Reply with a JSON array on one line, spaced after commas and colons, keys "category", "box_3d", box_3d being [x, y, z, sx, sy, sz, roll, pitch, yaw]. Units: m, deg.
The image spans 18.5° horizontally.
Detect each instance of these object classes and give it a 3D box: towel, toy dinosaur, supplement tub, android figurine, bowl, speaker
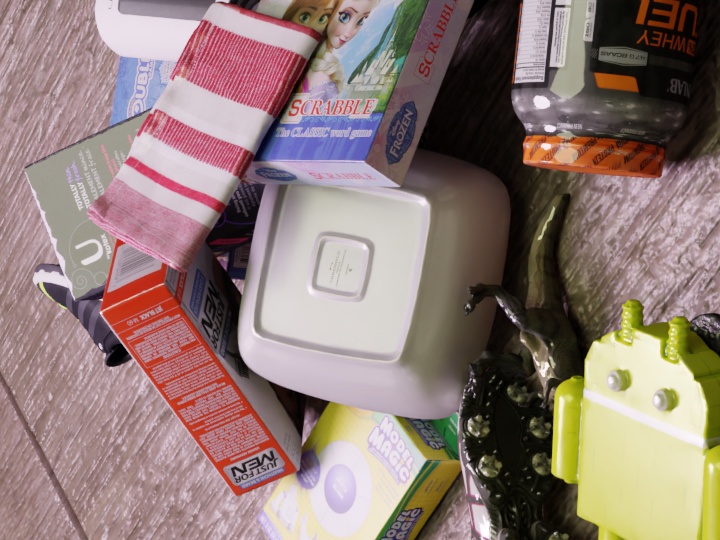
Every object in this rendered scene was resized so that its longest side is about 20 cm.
[{"category": "towel", "box_3d": [-0.118, -0.104, 1.632, 0.144, 0.023, 0.200, 25, 84, 53]}, {"category": "toy dinosaur", "box_3d": [0.119, 0.045, 1.572, 0.047, 0.088, 0.200, 114, 151, -71]}, {"category": "supplement tub", "box_3d": [0.168, -0.167, 1.502, 0.122, 0.122, 0.200, 7, 91, 48]}, {"category": "android figurine", "box_3d": [0.192, 0.120, 1.446, 0.182, 0.041, 0.200, 25, 120, 52]}, {"category": "bowl", "box_3d": [0.000, 0.000, 1.630, 0.199, 0.075, 0.200, 12, 88, 25]}, {"category": "speaker", "box_3d": [-0.135, -0.209, 1.816, 0.200, 0.081, 0.081, 14, 96, 51]}]

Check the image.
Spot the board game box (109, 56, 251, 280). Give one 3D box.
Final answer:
[{"category": "board game box", "box_3d": [-0.148, -0.103, 1.908, 0.199, 0.043, 0.200, 11, 94, 49]}]

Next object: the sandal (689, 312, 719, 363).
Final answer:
[{"category": "sandal", "box_3d": [0.258, 0.123, 1.433, 0.075, 0.048, 0.201, -29, 78, 47]}]

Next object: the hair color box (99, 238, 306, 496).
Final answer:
[{"category": "hair color box", "box_3d": [-0.118, 0.063, 1.712, 0.064, 0.200, 0.111, -23, 30, 16]}]

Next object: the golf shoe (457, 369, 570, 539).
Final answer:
[{"category": "golf shoe", "box_3d": [0.100, 0.168, 1.580, 0.088, 0.077, 0.200, 128, 139, -53]}]

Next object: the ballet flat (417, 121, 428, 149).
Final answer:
[{"category": "ballet flat", "box_3d": [0.017, -0.046, 1.713, 0.074, 0.074, 0.200, 9, 91, 48]}]

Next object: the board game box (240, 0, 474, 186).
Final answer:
[{"category": "board game box", "box_3d": [-0.014, -0.158, 1.607, 0.200, 0.041, 0.200, 3, 66, 49]}]

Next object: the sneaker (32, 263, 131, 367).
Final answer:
[{"category": "sneaker", "box_3d": [-0.230, 0.043, 1.963, 0.200, 0.072, 0.083, 14, 97, 48]}]

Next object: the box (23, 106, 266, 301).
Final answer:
[{"category": "box", "box_3d": [-0.148, -0.067, 1.783, 0.200, 0.106, 0.122, -23, 85, 16]}]

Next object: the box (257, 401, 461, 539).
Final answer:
[{"category": "box", "box_3d": [0.005, 0.161, 1.706, 0.200, 0.048, 0.117, -58, 48, 25]}]

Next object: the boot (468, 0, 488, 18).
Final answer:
[{"category": "boot", "box_3d": [0.086, -0.266, 1.617, 0.097, 0.075, 0.200, 49, 129, 6]}]
